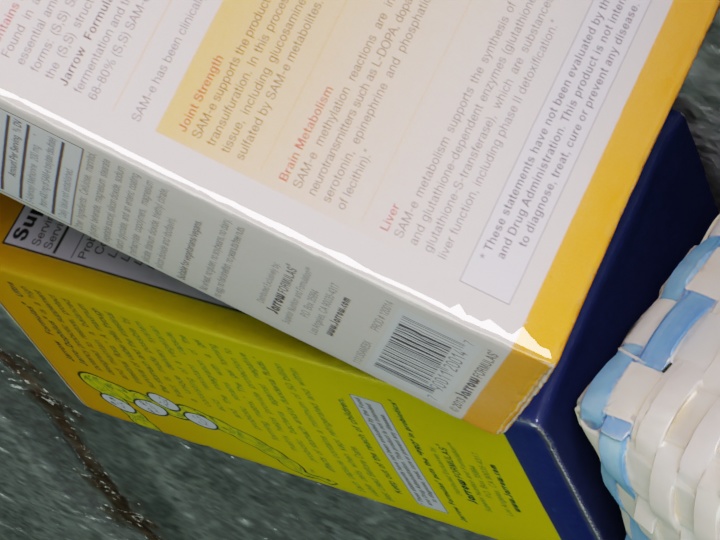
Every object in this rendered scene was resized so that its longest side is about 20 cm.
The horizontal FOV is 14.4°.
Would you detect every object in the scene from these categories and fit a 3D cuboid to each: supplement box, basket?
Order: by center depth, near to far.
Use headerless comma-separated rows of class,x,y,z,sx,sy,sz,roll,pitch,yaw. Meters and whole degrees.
supplement box,-0.022,-0.061,0.737,0.200,0.126,0.074,27,161,0
basket,0.169,0.071,0.788,0.200,0.139,0.176,32,159,30
supplement box,0.000,0.000,0.879,0.200,0.109,0.110,16,157,26
